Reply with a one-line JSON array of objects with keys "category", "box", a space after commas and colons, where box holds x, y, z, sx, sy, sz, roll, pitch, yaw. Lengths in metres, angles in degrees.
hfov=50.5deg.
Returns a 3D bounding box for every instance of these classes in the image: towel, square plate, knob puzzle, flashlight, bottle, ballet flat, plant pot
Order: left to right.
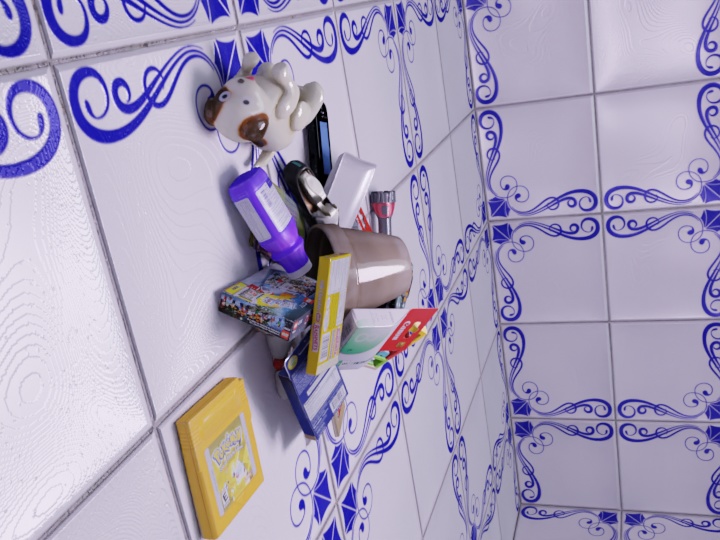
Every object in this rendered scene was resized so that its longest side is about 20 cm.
[{"category": "bottle", "box": [-0.153, -0.079, 1.334, 0.201, 0.065, 0.084, 60, 25, -22]}, {"category": "towel", "box": [-0.155, -0.082, 1.455, 0.200, 0.022, 0.146, 37, 53, -65]}, {"category": "ballet flat", "box": [-0.087, -0.130, 1.515, 0.068, 0.068, 0.201, -48, 123, -22]}, {"category": "knob puzzle", "box": [-0.070, 0.223, 1.599, 0.220, 0.030, 0.223, -10, 90, -85]}, {"category": "square plate", "box": [-0.043, -0.154, 1.657, 0.200, 0.028, 0.200, -67, 161, 8]}, {"category": "plant pot", "box": [0.000, 0.000, 1.504, 0.200, 0.171, 0.203, 172, -90, -66]}, {"category": "flashlight", "box": [0.062, -0.106, 1.983, 0.067, 0.067, 0.203, -10, 101, -46]}]

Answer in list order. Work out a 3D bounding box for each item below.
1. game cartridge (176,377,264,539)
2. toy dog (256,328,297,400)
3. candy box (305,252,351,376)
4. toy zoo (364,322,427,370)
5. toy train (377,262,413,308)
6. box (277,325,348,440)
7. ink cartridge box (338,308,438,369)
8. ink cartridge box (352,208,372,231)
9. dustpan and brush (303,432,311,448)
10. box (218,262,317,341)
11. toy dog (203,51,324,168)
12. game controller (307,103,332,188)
[{"category": "game cartridge", "box": [-0.219, 0.293, 1.223, 0.176, 0.032, 0.203, -43, 129, -64]}, {"category": "toy dog", "box": [-0.124, 0.135, 1.404, 0.133, 0.095, 0.202, -68, 148, -47]}, {"category": "candy box", "box": [-0.055, 0.072, 1.317, 0.102, 0.026, 0.203, -18, 116, -72]}, {"category": "toy zoo", "box": [0.046, 0.140, 1.576, 0.130, 0.200, 0.021, 21, 45, -37]}, {"category": "toy train", "box": [0.067, 0.050, 1.634, 0.115, 0.084, 0.202, 78, 22, -50]}, {"category": "box", "box": [-0.086, 0.194, 1.376, 0.121, 0.032, 0.202, -52, 139, -38]}, {"category": "ink cartridge box", "box": [0.042, 0.135, 1.488, 0.161, 0.197, 0.051, -56, -140, 45]}, {"category": "ink cartridge box", "box": [0.008, -0.065, 1.851, 0.163, 0.056, 0.202, 64, 35, -47]}, {"category": "dustpan and brush", "box": [-0.090, 0.223, 1.483, 0.140, 0.056, 0.203, -90, 172, -79]}, {"category": "box", "box": [-0.137, 0.050, 1.322, 0.200, 0.135, 0.038, -35, 145, -65]}, {"category": "toy dog", "box": [-0.181, -0.271, 1.292, 0.195, 0.139, 0.200, -60, 168, 17]}, {"category": "game controller", "box": [-0.083, -0.262, 1.640, 0.104, 0.042, 0.203, -20, 107, -68]}]
